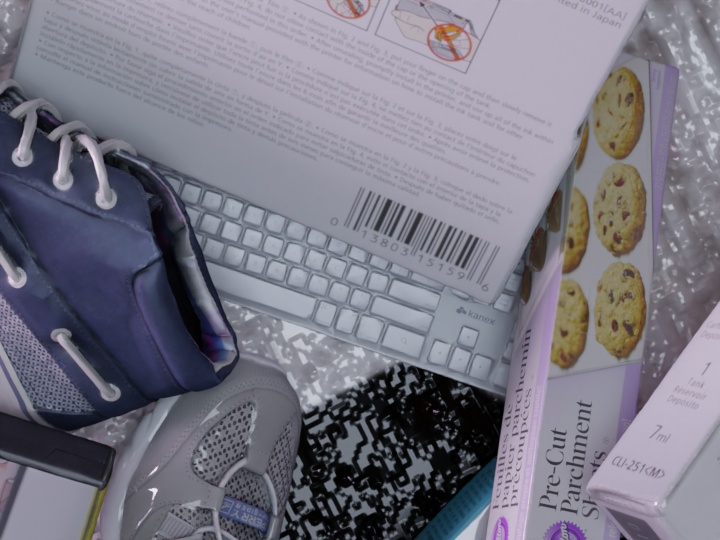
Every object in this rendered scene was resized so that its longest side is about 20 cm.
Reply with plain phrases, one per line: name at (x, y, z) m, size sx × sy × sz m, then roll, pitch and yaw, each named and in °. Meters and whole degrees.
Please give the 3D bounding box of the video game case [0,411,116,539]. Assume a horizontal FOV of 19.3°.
video game case at (-0.206, 0.112, 0.766) m, size 0.199 × 0.026 × 0.182 m, roll 18°, pitch 118°, yaw -5°

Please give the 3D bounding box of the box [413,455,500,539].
box at (0.014, 0.173, 0.811) m, size 0.082 × 0.049 × 0.200 m, roll 45°, pitch 90°, yaw -6°

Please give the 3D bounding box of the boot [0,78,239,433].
boot at (-0.117, -0.039, 0.748) m, size 0.090 × 0.073 × 0.201 m, roll -16°, pitch 110°, yaw 23°

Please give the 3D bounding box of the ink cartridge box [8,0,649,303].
ink cartridge box at (-0.011, -0.093, 0.737) m, size 0.199 × 0.044 × 0.174 m, roll 23°, pitch 133°, yaw -2°

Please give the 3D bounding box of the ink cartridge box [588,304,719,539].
ink cartridge box at (0.196, 0.077, 0.781) m, size 0.174 × 0.043 × 0.200 m, roll -51°, pitch 120°, yaw -17°

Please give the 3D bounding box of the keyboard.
keyboard at (0.000, 0.000, 0.817) m, size 0.199 × 0.011 × 0.057 m, roll 19°, pitch 92°, yaw -5°

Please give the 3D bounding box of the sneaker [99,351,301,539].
sneaker at (-0.054, 0.130, 0.770) m, size 0.074 × 0.082 × 0.201 m, roll 20°, pitch 83°, yaw -41°

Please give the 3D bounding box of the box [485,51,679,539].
box at (0.082, 0.018, 0.780) m, size 0.041 × 0.039 × 0.201 m, roll 14°, pitch 76°, yaw -15°
